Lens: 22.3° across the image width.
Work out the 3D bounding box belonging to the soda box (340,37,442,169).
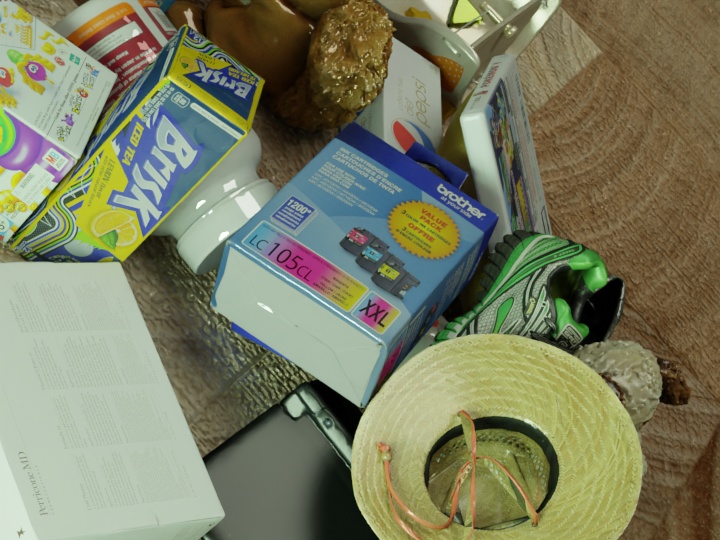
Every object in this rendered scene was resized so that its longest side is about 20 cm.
[{"bbox_3d":[0.027,-0.113,1.575,0.068,0.064,0.200,30,37,-24],"label":"soda box"}]

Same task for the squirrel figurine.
[{"bbox_3d":[-0.033,-0.221,1.516,0.200,0.187,0.142,54,35,9],"label":"squirrel figurine"}]

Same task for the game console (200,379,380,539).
[{"bbox_3d":[-0.015,0.188,1.288,0.200,0.116,0.176,52,5,5],"label":"game console"}]

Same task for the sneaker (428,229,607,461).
[{"bbox_3d":[0.112,0.052,1.334,0.078,0.085,0.200,49,60,-38],"label":"sneaker"}]

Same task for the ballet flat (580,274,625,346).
[{"bbox_3d":[0.186,0.059,1.583,0.066,0.057,0.200,41,32,-7],"label":"ballet flat"}]

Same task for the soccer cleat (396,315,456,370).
[{"bbox_3d":[0.033,0.041,1.445,0.069,0.078,0.200,10,29,-30],"label":"soccer cleat"}]

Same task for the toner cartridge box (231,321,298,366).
[{"bbox_3d":[0.000,0.000,1.387,0.095,0.043,0.200,28,44,26],"label":"toner cartridge box"}]

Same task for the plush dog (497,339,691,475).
[{"bbox_3d":[0.162,0.114,1.405,0.161,0.172,0.200,55,34,9],"label":"plush dog"}]

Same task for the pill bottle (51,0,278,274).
[{"bbox_3d":[-0.147,-0.100,1.345,0.200,0.113,0.113,53,35,8],"label":"pill bottle"}]

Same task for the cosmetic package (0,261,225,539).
[{"bbox_3d":[-0.191,0.089,1.172,0.151,0.052,0.200,2,55,-48],"label":"cosmetic package"}]

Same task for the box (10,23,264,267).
[{"bbox_3d":[-0.152,-0.071,1.235,0.070,0.200,0.064,34,38,-19],"label":"box"}]

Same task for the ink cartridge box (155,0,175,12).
[{"bbox_3d":[-0.174,-0.334,1.466,0.145,0.200,0.147,20,44,-33],"label":"ink cartridge box"}]

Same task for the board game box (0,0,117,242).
[{"bbox_3d":[-0.285,-0.131,1.239,0.200,0.103,0.105,35,37,-17],"label":"board game box"}]

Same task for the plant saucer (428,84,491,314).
[{"bbox_3d":[0.105,-0.046,1.536,0.200,0.048,0.200,-63,141,-63],"label":"plant saucer"}]

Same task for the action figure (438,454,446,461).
[{"bbox_3d":[0.104,0.205,1.305,0.200,0.052,0.065,49,9,9],"label":"action figure"}]

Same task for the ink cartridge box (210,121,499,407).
[{"bbox_3d":[0.005,-0.017,1.308,0.136,0.076,0.200,33,46,10],"label":"ink cartridge box"}]

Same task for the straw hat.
[{"bbox_3d":[0.086,0.146,1.249,0.201,0.085,0.201,3,55,-4],"label":"straw hat"}]

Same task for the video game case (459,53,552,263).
[{"bbox_3d":[0.123,-0.057,1.477,0.182,0.023,0.200,-60,139,-66],"label":"video game case"}]

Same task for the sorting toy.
[{"bbox_3d":[0.063,-0.249,1.731,0.180,0.107,0.200,41,37,6],"label":"sorting toy"}]
